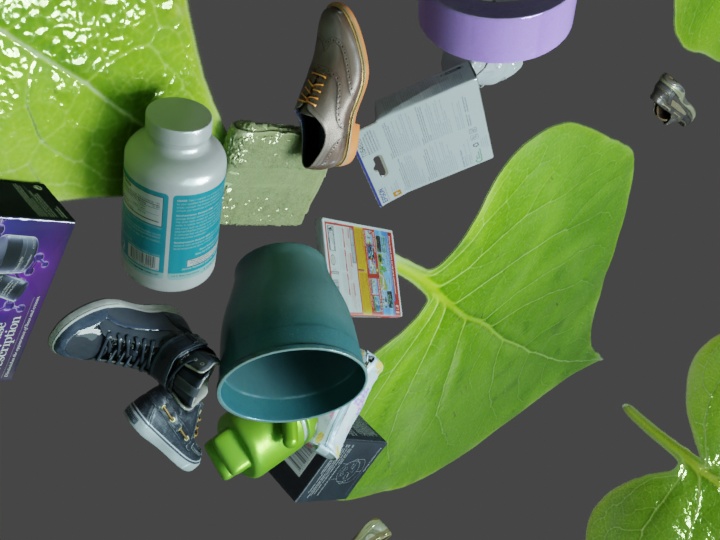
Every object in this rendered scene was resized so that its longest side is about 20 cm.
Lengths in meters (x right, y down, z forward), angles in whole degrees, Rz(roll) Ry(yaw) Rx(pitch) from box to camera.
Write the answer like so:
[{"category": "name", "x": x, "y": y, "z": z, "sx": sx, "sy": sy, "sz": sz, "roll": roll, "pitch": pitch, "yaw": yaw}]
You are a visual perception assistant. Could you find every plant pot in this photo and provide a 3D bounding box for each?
[{"category": "plant pot", "x": -0.101, "y": 0.075, "z": 1.147, "sx": 0.196, "sy": 0.190, "sz": 0.201, "roll": -7, "pitch": 146, "yaw": -5}]

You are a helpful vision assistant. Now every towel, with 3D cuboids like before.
[{"category": "towel", "x": -0.113, "y": -0.123, "z": 1.092, "sx": 0.199, "sy": 0.036, "sz": 0.150, "roll": -8, "pitch": 131, "yaw": -52}]

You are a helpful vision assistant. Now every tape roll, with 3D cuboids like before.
[{"category": "tape roll", "x": 0.170, "y": -0.347, "z": 1.056, "sx": 0.199, "sy": 0.200, "sz": 0.066, "roll": -36, "pitch": 147, "yaw": -23}]

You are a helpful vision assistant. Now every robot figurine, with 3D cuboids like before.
[{"category": "robot figurine", "x": -0.154, "y": 0.259, "z": 1.394, "sx": 0.199, "sy": 0.117, "sz": 0.175, "roll": -30, "pitch": 172, "yaw": -34}]

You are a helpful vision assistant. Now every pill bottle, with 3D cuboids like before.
[{"category": "pill bottle", "x": -0.205, "y": -0.084, "z": 0.932, "sx": 0.110, "sy": 0.111, "sz": 0.202, "roll": -23, "pitch": 142, "yaw": -39}]

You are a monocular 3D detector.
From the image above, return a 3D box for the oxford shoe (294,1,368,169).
[{"category": "oxford shoe", "x": -0.039, "y": -0.217, "z": 1.023, "sx": 0.072, "sy": 0.071, "sz": 0.203, "roll": -23, "pitch": 124, "yaw": -42}]

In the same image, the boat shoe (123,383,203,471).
[{"category": "boat shoe", "x": -0.261, "y": 0.226, "z": 1.250, "sx": 0.091, "sy": 0.071, "sz": 0.201, "roll": -40, "pitch": 148, "yaw": -9}]

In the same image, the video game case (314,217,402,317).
[{"category": "video game case", "x": 0.000, "y": 0.000, "z": 1.314, "sx": 0.199, "sy": 0.017, "sz": 0.146, "roll": 6, "pitch": 75, "yaw": -56}]

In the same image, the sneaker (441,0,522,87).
[{"category": "sneaker", "x": 0.205, "y": -0.354, "z": 1.231, "sx": 0.201, "sy": 0.075, "sz": 0.114, "roll": -54, "pitch": 152, "yaw": 18}]

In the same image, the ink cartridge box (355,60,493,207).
[{"category": "ink cartridge box", "x": 0.090, "y": -0.196, "z": 1.254, "sx": 0.197, "sy": 0.041, "sz": 0.200, "roll": -23, "pitch": 149, "yaw": 3}]

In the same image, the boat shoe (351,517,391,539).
[{"category": "boat shoe", "x": -0.004, "y": 0.737, "z": 2.209, "sx": 0.201, "sy": 0.063, "sz": 0.073, "roll": -46, "pitch": 151, "yaw": -8}]

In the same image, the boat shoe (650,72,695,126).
[{"category": "boat shoe", "x": 0.689, "y": -0.369, "z": 1.899, "sx": 0.073, "sy": 0.075, "sz": 0.199, "roll": -45, "pitch": 144, "yaw": 13}]

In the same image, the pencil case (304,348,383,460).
[{"category": "pencil case", "x": -0.033, "y": 0.233, "z": 1.502, "sx": 0.083, "sy": 0.090, "sz": 0.202, "roll": 39, "pitch": 68, "yaw": -26}]

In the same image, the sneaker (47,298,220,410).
[{"category": "sneaker", "x": -0.264, "y": 0.106, "z": 1.037, "sx": 0.201, "sy": 0.146, "sz": 0.078, "roll": -1, "pitch": 128, "yaw": -52}]

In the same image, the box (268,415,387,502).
[{"category": "box", "x": -0.065, "y": 0.351, "z": 1.634, "sx": 0.149, "sy": 0.107, "sz": 0.199, "roll": -54, "pitch": 150, "yaw": 7}]

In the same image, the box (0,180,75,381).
[{"category": "box", "x": -0.387, "y": 0.013, "z": 0.830, "sx": 0.140, "sy": 0.079, "sz": 0.202, "roll": 2, "pitch": 123, "yaw": -52}]
